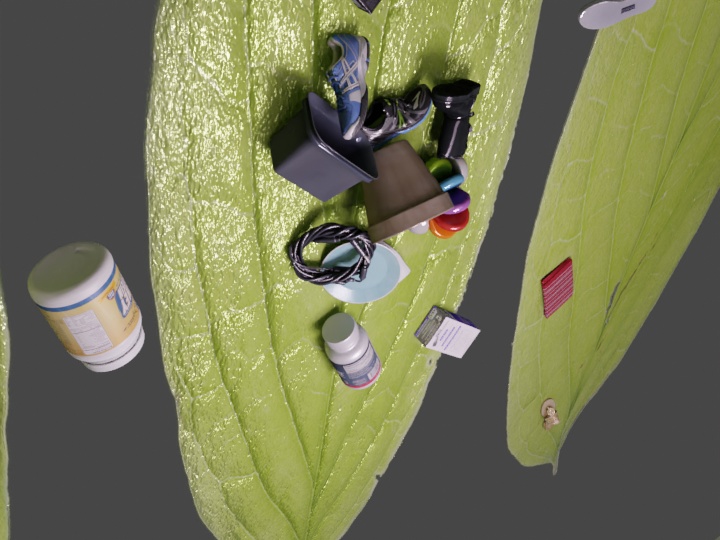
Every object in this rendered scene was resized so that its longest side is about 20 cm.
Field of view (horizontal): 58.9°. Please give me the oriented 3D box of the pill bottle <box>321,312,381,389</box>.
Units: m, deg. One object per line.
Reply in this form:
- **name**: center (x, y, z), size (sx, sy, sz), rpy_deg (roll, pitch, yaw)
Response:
- **pill bottle**: center (-0.026, 0.203, 1.629), size (0.119, 0.120, 0.202), rpy_deg (-36, 137, -11)

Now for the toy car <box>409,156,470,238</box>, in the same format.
- **toy car**: center (0.196, -0.166, 1.510), size (0.172, 0.150, 0.203), rpy_deg (-26, 134, -21)

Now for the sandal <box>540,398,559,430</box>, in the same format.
- **sandal**: center (0.810, 0.621, 2.681), size (0.077, 0.070, 0.214), rpy_deg (-32, 136, -15)

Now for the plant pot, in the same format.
- **plant pot**: center (0.080, -0.175, 1.368), size (0.197, 0.199, 0.177), rpy_deg (-25, 95, -22)

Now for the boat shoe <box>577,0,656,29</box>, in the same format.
- **boat shoe**: center (0.617, -0.652, 1.555), size (0.196, 0.067, 0.073), rpy_deg (-20, 139, 3)

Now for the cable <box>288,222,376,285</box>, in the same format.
- **cable**: center (-0.063, -0.035, 1.423), size (0.195, 0.052, 0.165), rpy_deg (11, 131, -19)

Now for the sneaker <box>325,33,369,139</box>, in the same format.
- **sneaker**: center (-0.030, -0.348, 1.205), size (0.075, 0.075, 0.206), rpy_deg (5, 80, -29)

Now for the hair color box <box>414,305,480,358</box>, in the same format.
- **hair color box**: center (0.260, 0.185, 1.897), size (0.198, 0.065, 0.110), rpy_deg (22, 106, -48)

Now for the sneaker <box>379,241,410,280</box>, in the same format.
- **sneaker**: center (0.056, -0.016, 1.564), size (0.085, 0.073, 0.200), rpy_deg (-47, 140, -3)

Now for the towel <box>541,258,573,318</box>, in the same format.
- **towel**: center (0.673, 0.062, 2.179), size (0.144, 0.022, 0.202), rpy_deg (-38, 140, -13)

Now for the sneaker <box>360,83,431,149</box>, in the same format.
- **sneaker**: center (0.071, -0.331, 1.339), size (0.198, 0.071, 0.083), rpy_deg (-34, 143, -10)

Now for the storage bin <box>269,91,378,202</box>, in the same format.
- **storage bin**: center (-0.081, -0.234, 1.253), size (0.133, 0.148, 0.199), rpy_deg (-30, 146, 26)

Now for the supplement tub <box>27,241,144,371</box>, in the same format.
- **supplement tub**: center (-0.477, 0.067, 1.131), size (0.143, 0.145, 0.203), rpy_deg (-28, 136, -19)

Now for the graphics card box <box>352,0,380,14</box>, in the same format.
- **graphics card box**: center (-0.010, -0.565, 1.109), size (0.126, 0.051, 0.199), rpy_deg (-53, 137, 6)

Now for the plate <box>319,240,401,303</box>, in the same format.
- **plate**: center (0.000, 0.000, 1.520), size (0.194, 0.026, 0.203), rpy_deg (-2, 132, -2)

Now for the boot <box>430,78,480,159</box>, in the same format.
- **boot**: center (0.200, -0.326, 1.411), size (0.197, 0.072, 0.166), rpy_deg (-35, 143, -52)
